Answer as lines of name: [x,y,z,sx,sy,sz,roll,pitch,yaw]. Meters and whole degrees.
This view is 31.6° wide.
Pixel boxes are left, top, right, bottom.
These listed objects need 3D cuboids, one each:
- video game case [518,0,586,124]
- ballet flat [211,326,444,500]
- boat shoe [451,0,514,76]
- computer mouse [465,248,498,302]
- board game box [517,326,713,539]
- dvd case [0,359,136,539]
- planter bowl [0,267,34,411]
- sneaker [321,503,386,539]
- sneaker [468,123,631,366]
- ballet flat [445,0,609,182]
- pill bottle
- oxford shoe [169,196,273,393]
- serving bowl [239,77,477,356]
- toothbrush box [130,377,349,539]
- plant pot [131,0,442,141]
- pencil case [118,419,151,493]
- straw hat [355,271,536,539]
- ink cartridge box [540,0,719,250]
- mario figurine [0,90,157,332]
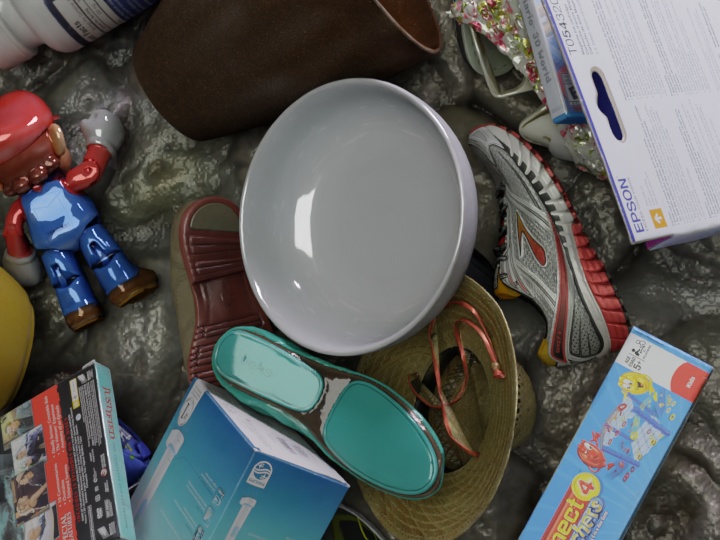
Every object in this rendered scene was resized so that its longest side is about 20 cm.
video game case: [0.170,-0.206,0.953,0.018,0.143,0.200,-26,74,50]
ballet flat: [-0.017,0.101,0.939,0.200,0.070,0.067,29,89,18]
boat shoe: [0.103,-0.254,1.001,0.072,0.061,0.201,1,100,-26]
computer mouse: [0.000,0.000,0.996,0.200,0.046,0.140,39,90,12]
board game box: [0.165,0.144,0.871,0.056,0.200,0.196,28,88,14]
dvd case: [-0.259,0.175,0.961,0.200,0.022,0.146,-29,57,20]
planter bowl: [-0.312,0.059,1.008,0.083,0.200,0.200,17,86,-29]
sneaker: [0.003,0.233,0.949,0.200,0.085,0.074,30,89,13]
sneaker: [0.128,-0.020,0.959,0.082,0.078,0.200,-26,79,7]
ballet flat: [0.135,-0.138,0.964,0.064,0.076,0.200,-32,97,12]
pill bottle: [-0.226,-0.248,1.036,0.200,0.111,0.111,-30,79,6]
oxford shoe: [-0.113,0.040,1.012,0.070,0.075,0.200,-5,97,-24]
serving bowl: [0.006,-0.037,0.934,0.200,0.066,0.200,-3,85,35]
toothbrush box: [-0.113,0.201,0.928,0.085,0.146,0.200,27,92,-29]
plant pot: [-0.072,-0.192,0.980,0.200,0.187,0.187,-31,78,20]
pencil case: [-0.238,0.201,1.001,0.087,0.078,0.200,31,90,10]
straw hat: [0.082,0.104,0.945,0.201,0.085,0.201,-14,73,52]
ink cartridge box: [0.212,-0.116,0.911,0.043,0.200,0.196,-30,74,52]
mario figurine: [-0.242,-0.056,1.048,0.123,0.106,0.200,-27,89,-30]
